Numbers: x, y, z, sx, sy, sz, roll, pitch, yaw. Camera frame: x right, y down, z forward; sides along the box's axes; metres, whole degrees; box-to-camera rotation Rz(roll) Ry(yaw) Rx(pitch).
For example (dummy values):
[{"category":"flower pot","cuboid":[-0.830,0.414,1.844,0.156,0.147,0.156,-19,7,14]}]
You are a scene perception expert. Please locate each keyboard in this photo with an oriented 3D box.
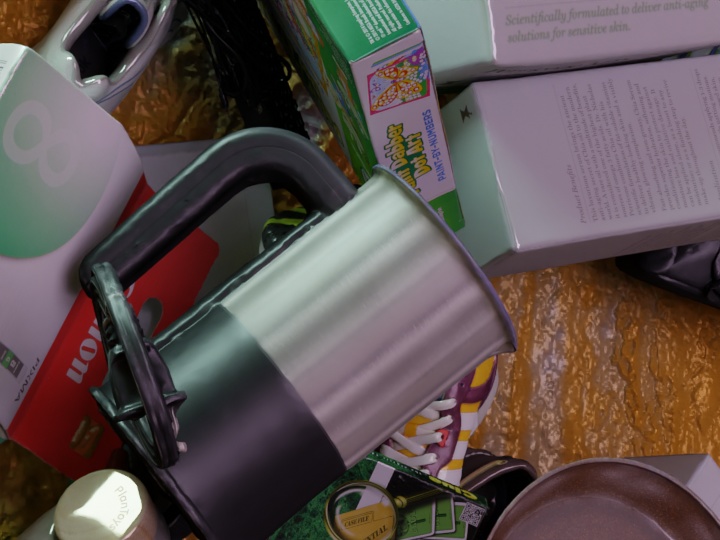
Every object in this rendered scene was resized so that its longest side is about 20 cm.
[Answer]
[{"category":"keyboard","cuboid":[-0.059,-0.135,1.219,0.104,0.039,0.201,-76,149,-54]}]

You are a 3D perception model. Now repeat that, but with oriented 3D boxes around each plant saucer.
[{"category":"plant saucer","cuboid":[0.138,0.207,1.235,0.199,0.032,0.201,7,75,-27]}]

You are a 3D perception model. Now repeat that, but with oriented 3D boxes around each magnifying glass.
[{"category":"magnifying glass","cuboid":[-0.191,0.065,1.141,0.079,0.022,0.201,-26,114,-29]}]

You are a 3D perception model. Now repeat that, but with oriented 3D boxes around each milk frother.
[{"category":"milk frother","cuboid":[-0.035,0.029,1.055,0.188,0.200,0.181,-39,104,-8]}]

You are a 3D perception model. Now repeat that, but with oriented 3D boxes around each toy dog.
[{"category":"toy dog","cuboid":[-0.177,0.144,1.110,0.199,0.132,0.097,-3,43,-12]}]

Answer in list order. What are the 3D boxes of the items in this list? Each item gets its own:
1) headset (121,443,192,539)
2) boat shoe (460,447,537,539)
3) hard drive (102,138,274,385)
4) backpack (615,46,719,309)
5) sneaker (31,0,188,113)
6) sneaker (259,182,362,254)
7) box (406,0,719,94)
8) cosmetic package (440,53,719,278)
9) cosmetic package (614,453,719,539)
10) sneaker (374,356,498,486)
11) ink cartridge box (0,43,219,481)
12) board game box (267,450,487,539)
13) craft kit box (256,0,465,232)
[{"category":"headset","cuboid":[-0.076,0.114,1.202,0.123,0.094,0.201,0,95,-35]},{"category":"boat shoe","cuboid":[0.030,0.179,1.288,0.200,0.059,0.072,-44,108,-30]},{"category":"hard drive","cuboid":[-0.134,-0.002,1.218,0.199,0.026,0.133,-8,89,-36]},{"category":"backpack","cuboid":[0.254,-0.076,1.438,0.163,0.154,0.201,17,96,-27]},{"category":"sneaker","cuboid":[-0.124,-0.145,1.197,0.074,0.087,0.201,35,56,-18]},{"category":"sneaker","cuboid":[0.000,0.000,1.280,0.200,0.075,0.077,-12,125,-53]},{"category":"box","cuboid":[0.088,-0.211,1.307,0.198,0.171,0.201,-9,89,-35]},{"category":"cosmetic package","cuboid":[0.146,-0.062,1.293,0.199,0.071,0.102,-8,78,-28]},{"category":"cosmetic package","cuboid":[0.180,0.252,1.347,0.200,0.123,0.200,50,60,-17]},{"category":"sneaker","cuboid":[0.029,0.095,1.258,0.090,0.075,0.201,82,20,-50]},{"category":"ink cartridge box","cuboid":[-0.154,0.006,1.120,0.200,0.050,0.161,40,69,-38]},{"category":"board game box","cuboid":[-0.018,0.195,1.202,0.104,0.023,0.201,23,100,-5]},{"category":"craft kit box","cuboid":[-0.016,-0.136,1.173,0.048,0.198,0.200,-28,61,-3]}]
